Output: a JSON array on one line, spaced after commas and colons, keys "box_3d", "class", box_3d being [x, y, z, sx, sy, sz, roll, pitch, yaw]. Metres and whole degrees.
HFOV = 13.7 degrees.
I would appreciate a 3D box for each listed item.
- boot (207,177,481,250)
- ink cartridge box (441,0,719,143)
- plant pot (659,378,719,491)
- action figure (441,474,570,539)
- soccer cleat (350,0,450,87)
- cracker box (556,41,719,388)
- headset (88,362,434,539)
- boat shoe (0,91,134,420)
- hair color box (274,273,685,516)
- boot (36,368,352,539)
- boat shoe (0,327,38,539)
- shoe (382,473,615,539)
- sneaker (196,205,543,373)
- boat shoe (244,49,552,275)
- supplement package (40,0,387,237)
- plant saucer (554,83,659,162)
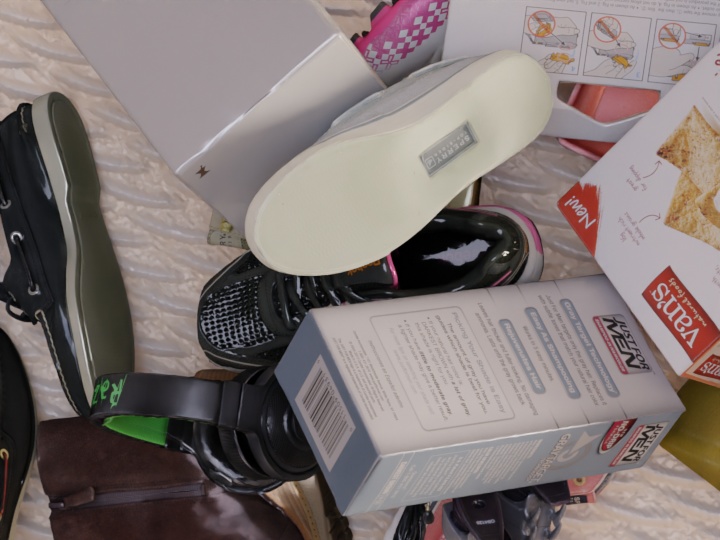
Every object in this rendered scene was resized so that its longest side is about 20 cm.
[{"box_3d": [-0.014, -0.001, 1.752, 0.154, 0.072, 0.200, 8, 86, 4], "class": "boot"}, {"box_3d": [0.147, -0.160, 1.695, 0.200, 0.045, 0.176, 6, 117, -2], "class": "ink cartridge box"}, {"box_3d": [0.309, 0.087, 1.651, 0.200, 0.176, 0.200, 38, 93, -8], "class": "plant pot"}, {"box_3d": [0.065, 0.194, 1.706, 0.130, 0.200, 0.069, -13, 46, -26], "class": "action figure"}, {"box_3d": [0.079, -0.155, 1.743, 0.200, 0.070, 0.086, -41, 87, 4], "class": "soccer cleat"}, {"box_3d": [0.220, -0.051, 1.649, 0.200, 0.058, 0.134, -46, 58, 20], "class": "cracker box"}, {"box_3d": [-0.054, 0.102, 1.675, 0.200, 0.123, 0.094, 10, 78, -16], "class": "headset"}, {"box_3d": [-0.184, -0.002, 1.764, 0.066, 0.074, 0.200, -16, 83, 18], "class": "boat shoe"}, {"box_3d": [0.065, 0.065, 1.632, 0.200, 0.061, 0.099, -7, 55, -31], "class": "hair color box"}, {"box_3d": [-0.093, 0.162, 1.768, 0.166, 0.072, 0.200, -15, 86, 12], "class": "boot"}, {"box_3d": [-0.234, 0.117, 1.751, 0.074, 0.063, 0.202, 0, 67, 10], "class": "boat shoe"}, {"box_3d": [0.090, 0.122, 1.741, 0.091, 0.071, 0.200, 32, 88, 10], "class": "shoe"}, {"box_3d": [0.000, 0.000, 1.673, 0.200, 0.086, 0.080, -19, 81, 5], "class": "sneaker"}, {"box_3d": [0.013, -0.059, 1.641, 0.201, 0.071, 0.070, -32, 109, -24], "class": "boat shoe"}, {"box_3d": [-0.089, -0.136, 1.699, 0.121, 0.120, 0.200, -40, 62, 3], "class": "supplement package"}, {"box_3d": [0.240, -0.124, 1.739, 0.200, 0.037, 0.200, 25, 92, 0], "class": "plant saucer"}]
